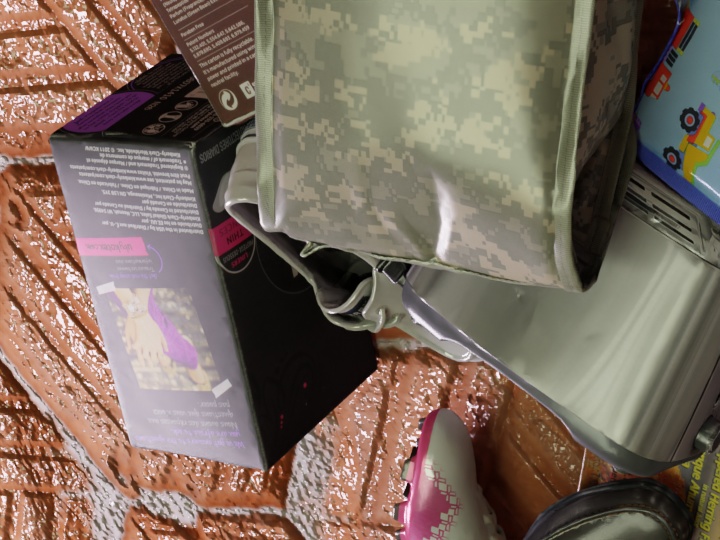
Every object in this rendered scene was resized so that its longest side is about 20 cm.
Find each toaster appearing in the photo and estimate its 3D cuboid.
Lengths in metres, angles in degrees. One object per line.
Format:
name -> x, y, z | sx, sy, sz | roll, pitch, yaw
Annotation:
toaster -> 0.115, -0.002, 1.100 | 0.200, 0.113, 0.130 | 37, 109, 24

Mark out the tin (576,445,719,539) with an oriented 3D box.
tin -> 0.175, 0.122, 1.201 | 0.112, 0.042, 0.201 | 28, 131, 27

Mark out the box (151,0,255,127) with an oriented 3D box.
box -> -0.071, -0.189, 1.154 | 0.075, 0.100, 0.201 | -23, 102, 44

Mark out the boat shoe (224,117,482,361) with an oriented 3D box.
boat shoe -> 0.000, 0.000, 1.195 | 0.200, 0.066, 0.073 | 39, 147, -26

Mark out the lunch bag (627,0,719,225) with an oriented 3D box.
lunch bag -> 0.213, -0.079, 0.995 | 0.200, 0.094, 0.151 | 37, 120, 21

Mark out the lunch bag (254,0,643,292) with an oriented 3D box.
lunch bag -> 0.041, -0.096, 1.014 | 0.163, 0.118, 0.201 | 11, 106, 20

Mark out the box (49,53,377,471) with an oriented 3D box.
box -> -0.078, -0.007, 1.257 | 0.106, 0.122, 0.201 | 7, 121, 34

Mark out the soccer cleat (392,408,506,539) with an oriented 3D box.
soccer cleat -> 0.065, 0.167, 1.305 | 0.086, 0.070, 0.201 | 10, 125, 11

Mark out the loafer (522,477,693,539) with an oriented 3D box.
loafer -> 0.098, 0.182, 1.210 | 0.073, 0.072, 0.200 | 46, 124, -3
